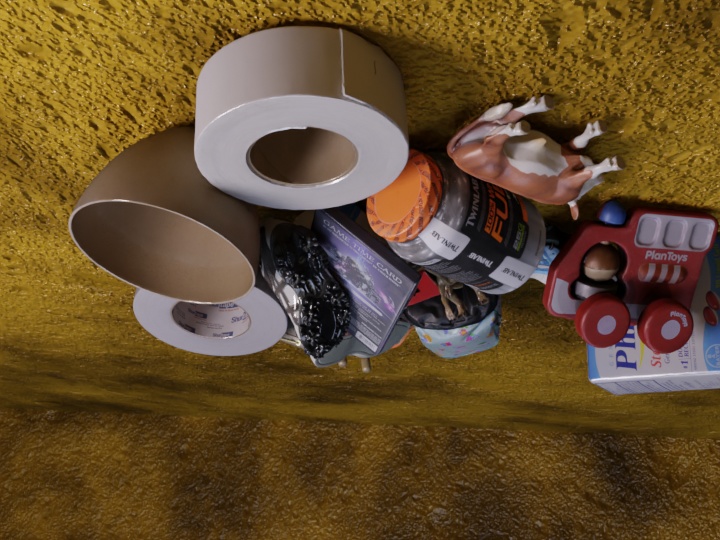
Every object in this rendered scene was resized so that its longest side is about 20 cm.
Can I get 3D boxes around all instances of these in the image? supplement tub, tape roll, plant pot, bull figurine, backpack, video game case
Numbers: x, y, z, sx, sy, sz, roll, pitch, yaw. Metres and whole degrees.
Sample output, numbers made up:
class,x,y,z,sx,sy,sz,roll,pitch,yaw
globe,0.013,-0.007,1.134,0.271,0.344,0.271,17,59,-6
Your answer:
class,x,y,z,sx,sy,sz,roll,pitch,yaw
supplement tub,0.108,-0.055,0.846,0.198,0.125,0.121,19,156,-41
tape roll,-0.053,-0.133,0.698,0.198,0.072,0.203,-2,157,-1
plant pot,-0.192,-0.072,0.810,0.196,0.137,0.201,9,152,5
tape roll,-0.190,0.035,0.980,0.196,0.067,0.202,1,145,1
bull figurine,0.187,-0.111,0.762,0.196,0.066,0.121,10,156,-24
backpack,0.147,0.060,1.168,0.163,0.129,0.200,-5,163,15
video game case,-0.010,0.015,0.908,0.142,0.019,0.201,39,150,10

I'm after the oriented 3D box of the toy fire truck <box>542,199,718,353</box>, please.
class,x,y,z,sx,sy,sz,roll,pitch,yaw
toy fire truck,0.329,-0.001,0.932,0.195,0.171,0.112,5,-162,-8

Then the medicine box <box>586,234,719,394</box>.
class,x,y,z,sx,sy,sz,roll,pitch,yaw
medicine box,0.423,0.067,1.044,0.197,0.186,0.102,-11,157,36

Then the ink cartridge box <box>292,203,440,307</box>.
class,x,y,z,sx,sy,sz,roll,pitch,yaw
ink cartridge box,0.000,0.000,0.988,0.199,0.068,0.116,42,147,-17

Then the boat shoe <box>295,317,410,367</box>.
class,x,y,z,sx,sy,sz,roll,pitch,yaw
boat shoe,-0.007,0.084,1.078,0.198,0.060,0.076,-1,130,-50

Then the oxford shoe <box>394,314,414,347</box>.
class,x,y,z,sx,sy,sz,roll,pitch,yaw
oxford shoe,0.058,0.086,1.356,0.072,0.073,0.200,16,147,-25

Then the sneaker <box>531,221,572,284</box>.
class,x,y,z,sx,sy,sz,roll,pitch,yaw
sneaker,0.224,-0.035,0.997,0.196,0.080,0.091,4,143,-12

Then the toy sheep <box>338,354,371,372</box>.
class,x,y,z,sx,sy,sz,roll,pitch,yaw
toy sheep,0.008,0.077,1.228,0.136,0.140,0.200,16,137,-33

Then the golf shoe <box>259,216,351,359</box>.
class,x,y,z,sx,sy,sz,roll,pitch,yaw
golf shoe,-0.070,0.017,0.911,0.094,0.077,0.203,35,149,43

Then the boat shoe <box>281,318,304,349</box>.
class,x,y,z,sx,sy,sz,roll,pitch,yaw
boat shoe,-0.136,0.079,1.132,0.199,0.062,0.071,3,176,43

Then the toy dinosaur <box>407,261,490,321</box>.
class,x,y,z,sx,sy,sz,roll,pitch,yaw
toy dinosaur,0.119,0.006,0.957,0.058,0.103,0.199,-30,170,20
